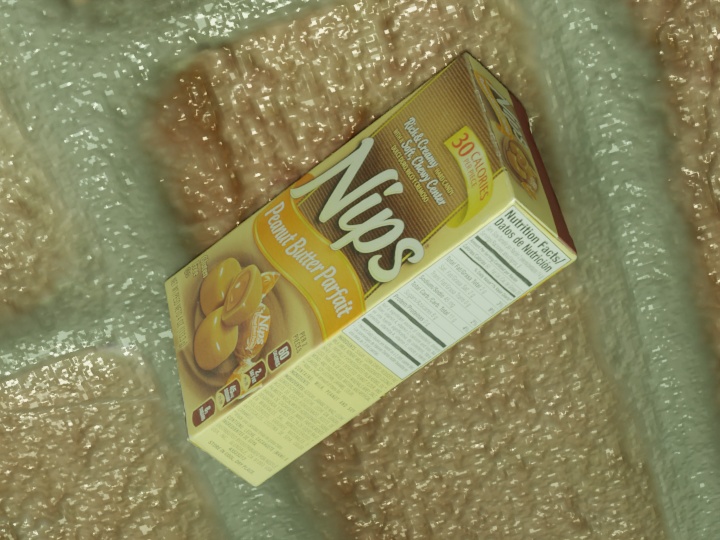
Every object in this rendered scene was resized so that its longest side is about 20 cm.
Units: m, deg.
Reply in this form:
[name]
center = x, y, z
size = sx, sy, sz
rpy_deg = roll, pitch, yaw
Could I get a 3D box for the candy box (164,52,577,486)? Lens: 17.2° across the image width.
[candy box]
center = 0.000, 0.000, 1.143
size = 0.200, 0.116, 0.055
rpy_deg = -37, 129, 19
